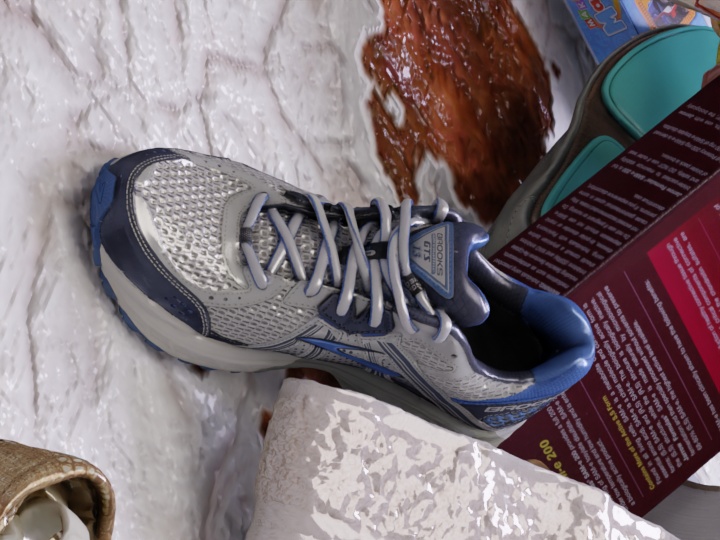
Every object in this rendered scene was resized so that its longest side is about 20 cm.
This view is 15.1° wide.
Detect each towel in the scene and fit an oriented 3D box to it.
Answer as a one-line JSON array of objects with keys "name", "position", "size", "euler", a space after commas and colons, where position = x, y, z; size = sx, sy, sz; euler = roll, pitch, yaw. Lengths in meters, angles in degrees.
[{"name": "towel", "position": [0.037, 0.130, 0.944], "size": [0.200, 0.034, 0.133], "euler": [24, 72, -32]}]

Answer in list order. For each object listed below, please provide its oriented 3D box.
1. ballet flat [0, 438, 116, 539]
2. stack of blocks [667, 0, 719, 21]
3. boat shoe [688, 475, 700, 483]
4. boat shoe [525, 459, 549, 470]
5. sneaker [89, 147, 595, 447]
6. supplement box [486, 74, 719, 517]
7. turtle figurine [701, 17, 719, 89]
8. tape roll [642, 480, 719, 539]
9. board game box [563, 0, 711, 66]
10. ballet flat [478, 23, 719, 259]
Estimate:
[{"name": "ballet flat", "position": [-0.109, 0.131, 0.737], "size": [0.071, 0.065, 0.200], "euler": [46, 43, -46]}, {"name": "stack of blocks", "position": [0.115, -0.179, 1.109], "size": [0.059, 0.200, 0.115], "euler": [15, 101, -59]}, {"name": "boat shoe", "position": [0.141, 0.179, 1.148], "size": [0.091, 0.071, 0.201], "euler": [47, 35, -44]}, {"name": "boat shoe", "position": [0.064, 0.171, 1.035], "size": [0.072, 0.065, 0.200], "euler": [-53, 127, -69]}, {"name": "sneaker", "position": [0.000, 0.000, 0.927], "size": [0.200, 0.085, 0.077], "euler": [23, 59, -35]}, {"name": "supplement box", "position": [0.122, 0.014, 1.079], "size": [0.200, 0.061, 0.109], "euler": [-38, 121, -14]}, {"name": "turtle figurine", "position": [0.181, -0.110, 1.183], "size": [0.200, 0.064, 0.162], "euler": [9, 61, -34]}, {"name": "tape roll", "position": [0.172, 0.060, 1.123], "size": [0.037, 0.202, 0.203], "euler": [55, 37, -36]}, {"name": "board game box", "position": [0.148, -0.159, 1.267], "size": [0.151, 0.037, 0.200], "euler": [-45, 115, -37]}, {"name": "ballet flat", "position": [0.104, -0.043, 1.175], "size": [0.067, 0.064, 0.200], "euler": [47, 45, -4]}]
